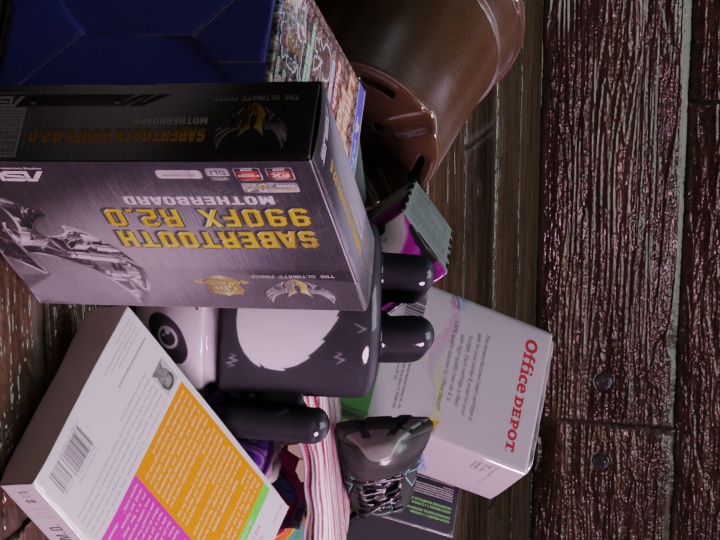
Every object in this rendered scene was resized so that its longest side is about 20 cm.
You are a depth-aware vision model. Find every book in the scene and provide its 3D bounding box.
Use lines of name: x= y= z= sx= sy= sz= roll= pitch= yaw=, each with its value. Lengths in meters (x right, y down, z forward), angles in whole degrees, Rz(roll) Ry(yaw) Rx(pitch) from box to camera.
book: x=-0.128 y=0.139 z=0.981 sx=0.201 sy=0.048 sz=0.134 roll=59 pitch=39 yaw=-36

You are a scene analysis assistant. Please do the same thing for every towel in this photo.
towel: x=-0.032 y=0.141 z=1.214 sx=0.200 sy=0.030 sz=0.148 roll=-72 pitch=157 yaw=-82

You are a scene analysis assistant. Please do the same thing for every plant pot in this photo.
plant pot: x=0.022 y=-0.174 z=1.381 sx=0.199 sy=0.199 sz=0.201 roll=-64 pitch=154 yaw=-45

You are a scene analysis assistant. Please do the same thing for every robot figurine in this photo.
robot figurine: x=-0.051 y=0.023 z=1.072 sx=0.151 sy=0.198 sz=0.126 roll=-92 pitch=-175 yaw=-49

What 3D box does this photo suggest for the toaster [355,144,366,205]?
toaster: x=-0.058 y=-0.089 z=1.208 sx=0.200 sy=0.113 sz=0.130 roll=-47 pitch=136 yaw=-68

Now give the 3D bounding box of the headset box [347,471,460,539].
headset box: x=0.027 y=0.187 z=1.524 sx=0.174 sy=0.092 sz=0.201 roll=130 pitch=-26 yaw=-58

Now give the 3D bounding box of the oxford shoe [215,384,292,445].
oxford shoe: x=-0.078 y=0.084 z=1.282 sx=0.200 sy=0.071 sz=0.074 roll=80 pitch=7 yaw=-70

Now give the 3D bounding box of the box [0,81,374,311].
box: x=-0.102 y=-0.036 z=0.846 sx=0.159 sy=0.198 sz=0.049 roll=72 pitch=23 yaw=-59

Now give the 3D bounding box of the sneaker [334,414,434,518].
sneaker: x=0.021 y=0.152 z=1.235 sx=0.200 sy=0.075 sz=0.080 roll=57 pitch=30 yaw=-83

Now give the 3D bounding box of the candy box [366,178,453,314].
candy box: x=0.000 y=0.000 z=1.236 sx=0.061 sy=0.136 sz=0.200 roll=54 pitch=9 yaw=-5

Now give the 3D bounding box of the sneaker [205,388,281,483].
sneaker: x=-0.112 y=0.139 z=1.114 sx=0.200 sy=0.080 sz=0.084 roll=-66 pitch=149 yaw=-55

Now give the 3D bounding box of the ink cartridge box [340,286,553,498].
ink cartridge box: x=0.058 y=0.098 z=1.426 sx=0.084 sy=0.199 sz=0.146 roll=129 pitch=-20 yaw=-58

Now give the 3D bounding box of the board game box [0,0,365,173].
board game box: x=-0.098 y=-0.100 z=0.936 sx=0.200 sy=0.158 sz=0.098 roll=50 pitch=46 yaw=-70

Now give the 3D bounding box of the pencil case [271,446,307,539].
pencil case: x=-0.069 y=0.232 z=1.289 sx=0.201 sy=0.088 sz=0.089 roll=82 pitch=17 yaw=-48

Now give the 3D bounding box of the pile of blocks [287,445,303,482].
pile of blocks: x=-0.019 y=0.107 z=1.500 sx=0.082 sy=0.062 sz=0.202 roll=75 pitch=26 yaw=-68
